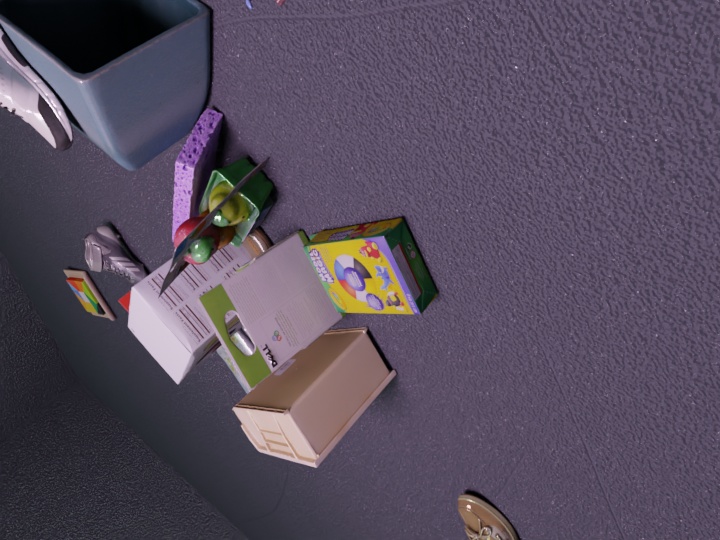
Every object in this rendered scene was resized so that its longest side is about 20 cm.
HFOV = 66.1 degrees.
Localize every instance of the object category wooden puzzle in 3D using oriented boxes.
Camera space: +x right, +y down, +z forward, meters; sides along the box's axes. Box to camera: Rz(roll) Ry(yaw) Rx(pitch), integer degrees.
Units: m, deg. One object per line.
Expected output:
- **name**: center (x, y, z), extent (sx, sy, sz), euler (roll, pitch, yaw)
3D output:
- **wooden puzzle**: center (-0.908, 0.082, 1.839), extent (0.196, 0.037, 0.189), euler (7, 128, 44)

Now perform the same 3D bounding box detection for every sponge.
- **sponge**: center (-0.253, -0.136, 0.847), extent (0.029, 0.114, 0.201), euler (20, 146, -8)

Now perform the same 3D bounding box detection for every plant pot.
- **plant pot**: center (-0.323, -0.260, 0.746), extent (0.194, 0.196, 0.202), euler (35, 149, 17)

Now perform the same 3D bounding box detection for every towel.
- **towel**: center (-0.234, 0.214, 1.214), extent (0.201, 0.048, 0.170), euler (51, 146, -4)

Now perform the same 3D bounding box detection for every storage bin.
- **storage bin**: center (-0.081, 0.194, 0.892), extent (0.196, 0.200, 0.095), euler (-13, 113, 52)

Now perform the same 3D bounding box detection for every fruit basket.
- **fruit basket**: center (-0.211, -0.057, 0.802), extent (0.093, 0.203, 0.185), euler (35, 146, -10)

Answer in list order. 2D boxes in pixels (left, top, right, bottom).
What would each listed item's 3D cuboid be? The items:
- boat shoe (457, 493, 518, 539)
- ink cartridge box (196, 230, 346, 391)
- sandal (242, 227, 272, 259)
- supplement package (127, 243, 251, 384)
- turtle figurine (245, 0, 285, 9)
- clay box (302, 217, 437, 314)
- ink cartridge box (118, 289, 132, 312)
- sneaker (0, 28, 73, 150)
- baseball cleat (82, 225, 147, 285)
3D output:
- **boat shoe**: center (0.227, 0.467, 0.930), extent (0.203, 0.063, 0.073), euler (53, 145, -7)
- **ink cartridge box**: center (-0.136, 0.056, 0.810), extent (0.075, 0.199, 0.151), euler (-19, 104, 53)
- **sandal**: center (-0.148, 0.012, 0.921), extent (0.202, 0.054, 0.080), euler (52, 145, -5)
- **supplement package**: center (-0.288, 0.061, 0.994), extent (0.147, 0.200, 0.191), euler (46, 146, 2)
- **turtle figurine**: center (-0.082, -0.311, 0.467), extent (0.190, 0.144, 0.204), euler (21, 141, 28)
- **clay box**: center (0.000, 0.000, 0.752), extent (0.197, 0.048, 0.117), euler (-5, 119, 49)
- **ink cartridge box**: center (-0.366, 0.071, 1.123), extent (0.199, 0.160, 0.048), euler (42, 147, 9)
- **sneaker**: center (-0.434, -0.225, 0.666), extent (0.073, 0.080, 0.202), euler (3, 134, 53)
- **baseball cleat**: center (-0.596, -0.008, 1.350), extent (0.069, 0.107, 0.202), euler (-25, 106, 49)
